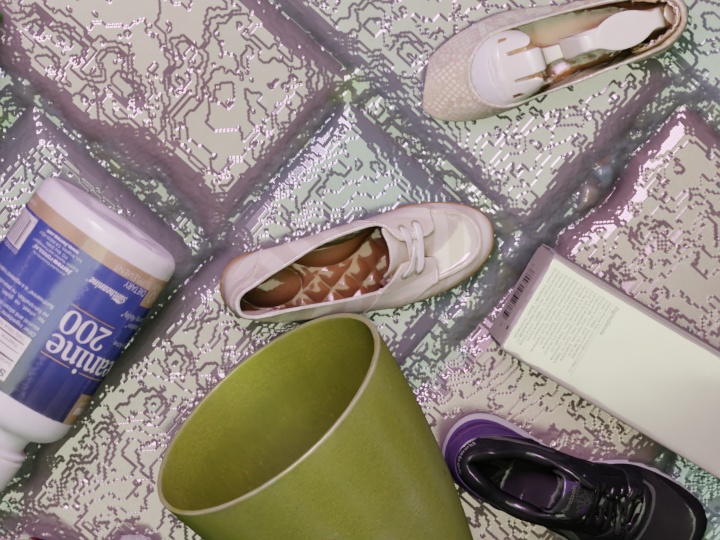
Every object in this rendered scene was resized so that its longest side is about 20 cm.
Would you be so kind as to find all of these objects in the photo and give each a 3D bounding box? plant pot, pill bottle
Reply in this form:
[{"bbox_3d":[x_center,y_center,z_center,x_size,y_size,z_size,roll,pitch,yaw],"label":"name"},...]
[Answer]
[{"bbox_3d":[-0.007,0.166,1.602,0.187,0.187,0.200,-39,113,1],"label":"plant pot"},{"bbox_3d":[-0.223,0.047,1.589,0.111,0.111,0.201,34,93,-7],"label":"pill bottle"}]

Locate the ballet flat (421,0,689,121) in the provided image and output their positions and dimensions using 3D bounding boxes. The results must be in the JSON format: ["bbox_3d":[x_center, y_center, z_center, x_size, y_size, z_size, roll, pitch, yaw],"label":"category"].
[{"bbox_3d":[0.135,-0.157,1.619,0.199,0.062,0.068,-21,97,-2],"label":"ballet flat"}]

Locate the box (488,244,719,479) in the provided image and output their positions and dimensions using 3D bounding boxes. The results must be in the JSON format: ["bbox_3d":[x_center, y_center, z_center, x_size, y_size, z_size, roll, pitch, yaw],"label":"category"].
[{"bbox_3d":[0.196,0.066,1.647,0.199,0.068,0.082,32,94,-8],"label":"box"}]

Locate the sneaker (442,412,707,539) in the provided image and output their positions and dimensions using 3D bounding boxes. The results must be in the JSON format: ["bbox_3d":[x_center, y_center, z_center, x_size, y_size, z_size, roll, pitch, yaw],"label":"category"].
[{"bbox_3d":[0.154,0.166,1.645,0.199,0.088,0.076,18,95,-7],"label":"sneaker"}]

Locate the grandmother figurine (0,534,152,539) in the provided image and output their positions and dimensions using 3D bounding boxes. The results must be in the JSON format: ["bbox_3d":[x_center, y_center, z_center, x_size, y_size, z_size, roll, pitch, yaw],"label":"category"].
[{"bbox_3d":[-0.230,0.236,1.641,0.199,0.061,0.122,-19,125,-5],"label":"grandmother figurine"}]

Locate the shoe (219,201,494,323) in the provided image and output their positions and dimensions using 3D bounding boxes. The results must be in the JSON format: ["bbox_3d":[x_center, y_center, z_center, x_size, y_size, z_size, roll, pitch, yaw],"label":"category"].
[{"bbox_3d":[0.000,0.000,1.631,0.199,0.053,0.070,-14,98,-3],"label":"shoe"}]

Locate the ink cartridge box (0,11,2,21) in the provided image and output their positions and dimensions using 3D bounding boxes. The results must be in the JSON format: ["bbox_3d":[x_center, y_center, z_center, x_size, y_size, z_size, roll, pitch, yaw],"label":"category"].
[{"bbox_3d":[-0.311,-0.089,1.549,0.083,0.145,0.201,17,95,-6],"label":"ink cartridge box"}]
